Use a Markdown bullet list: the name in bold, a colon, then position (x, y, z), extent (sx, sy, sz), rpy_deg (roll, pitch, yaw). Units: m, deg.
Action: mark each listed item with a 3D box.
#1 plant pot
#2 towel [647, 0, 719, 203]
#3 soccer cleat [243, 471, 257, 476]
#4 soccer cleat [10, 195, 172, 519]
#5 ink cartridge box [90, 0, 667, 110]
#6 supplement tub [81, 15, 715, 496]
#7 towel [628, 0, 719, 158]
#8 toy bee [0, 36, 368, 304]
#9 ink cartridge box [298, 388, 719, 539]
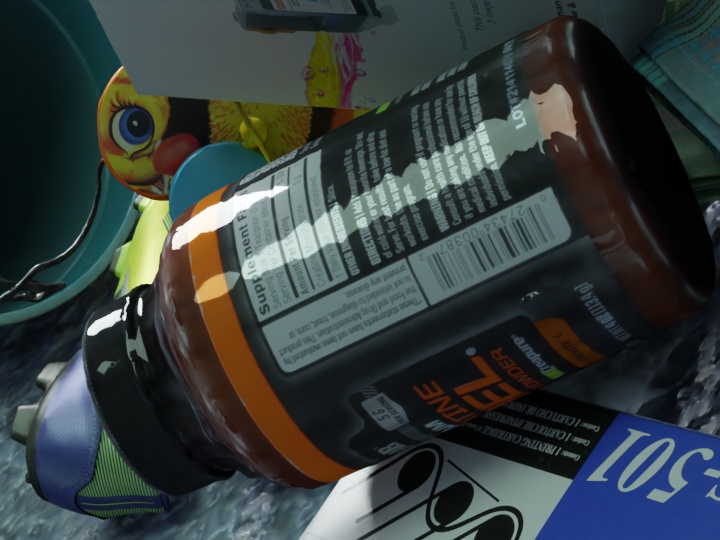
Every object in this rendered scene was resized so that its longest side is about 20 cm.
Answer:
- **plant pot**: position (-0.234, -0.050, 1.104), extent (0.188, 0.200, 0.201), rpy_deg (-25, 32, 56)
- **towel**: position (0.083, -0.101, 0.829), extent (0.152, 0.023, 0.201), rpy_deg (-8, 49, 14)
- **soccer cleat**: position (0.000, 0.001, 0.838), extent (0.200, 0.084, 0.065), rpy_deg (-36, 31, 12)
- **soccer cleat**: position (-0.075, 0.025, 0.953), extent (0.083, 0.065, 0.201), rpy_deg (11, 50, 19)
- **ink cartridge box**: position (0.006, -0.154, 0.788), extent (0.199, 0.145, 0.146), rpy_deg (6, 55, 21)
- **supplement tub**: position (0.008, 0.004, 0.729), extent (0.199, 0.107, 0.107), rpy_deg (-26, 35, 19)
- **towel**: position (0.181, -0.105, 0.685), extent (0.200, 0.022, 0.147), rpy_deg (-46, 32, 8)
- **toy bee**: position (-0.063, -0.055, 0.894), extent (0.199, 0.109, 0.131), rpy_deg (-10, 1, -21)
- **ink cartridge box**: position (0.064, 0.091, 0.705), extent (0.200, 0.044, 0.094), rpy_deg (12, 62, 55)
